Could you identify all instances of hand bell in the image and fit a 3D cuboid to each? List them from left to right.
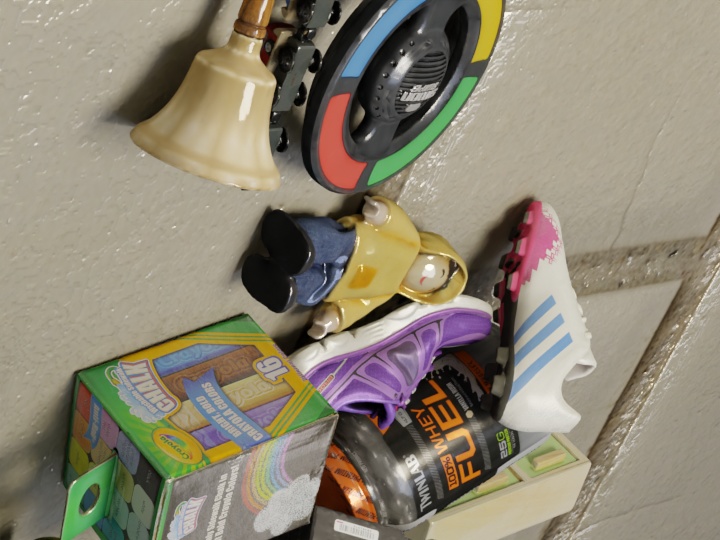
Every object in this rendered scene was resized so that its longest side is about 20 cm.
[{"bbox_3d":[-0.070,-0.163,1.393,0.104,0.104,0.200,3,111,-49],"label":"hand bell"}]

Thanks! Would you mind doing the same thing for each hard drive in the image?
[{"bbox_3d":[-0.027,0.241,1.757,0.139,0.038,0.200,20,156,-25],"label":"hard drive"}]

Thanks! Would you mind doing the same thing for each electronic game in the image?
[{"bbox_3d":[0.032,-0.139,1.522,0.200,0.042,0.200,-40,154,-25],"label":"electronic game"}]

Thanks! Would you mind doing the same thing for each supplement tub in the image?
[{"bbox_3d":[0.051,0.137,1.794,0.200,0.123,0.123,-31,145,-21],"label":"supplement tub"}]

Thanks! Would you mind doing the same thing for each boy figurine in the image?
[{"bbox_3d":[0.000,0.000,1.645,0.200,0.064,0.125,5,119,-47],"label":"boy figurine"}]

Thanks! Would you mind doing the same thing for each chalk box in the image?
[{"bbox_3d":[-0.139,0.139,1.591,0.200,0.124,0.125,-18,139,-34],"label":"chalk box"}]

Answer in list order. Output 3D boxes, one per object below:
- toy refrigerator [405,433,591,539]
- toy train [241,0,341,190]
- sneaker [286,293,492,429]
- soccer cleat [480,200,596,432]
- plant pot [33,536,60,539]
[{"bbox_3d":[0.109,0.198,1.968,0.200,0.076,0.070,-15,136,-37],"label":"toy refrigerator"},{"bbox_3d":[-0.051,-0.141,1.450,0.034,0.046,0.200,-6,134,-37],"label":"toy train"},{"bbox_3d":[0.023,0.078,1.719,0.200,0.084,0.081,-22,173,-28],"label":"sneaker"},{"bbox_3d":[0.152,0.042,1.758,0.086,0.200,0.070,15,155,-8],"label":"soccer cleat"},{"bbox_3d":[-0.305,0.285,1.525,0.193,0.200,0.201,8,121,-38],"label":"plant pot"}]
